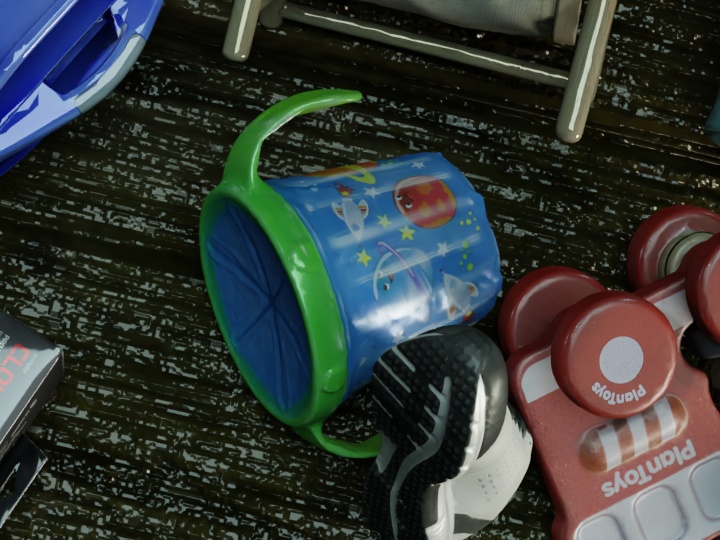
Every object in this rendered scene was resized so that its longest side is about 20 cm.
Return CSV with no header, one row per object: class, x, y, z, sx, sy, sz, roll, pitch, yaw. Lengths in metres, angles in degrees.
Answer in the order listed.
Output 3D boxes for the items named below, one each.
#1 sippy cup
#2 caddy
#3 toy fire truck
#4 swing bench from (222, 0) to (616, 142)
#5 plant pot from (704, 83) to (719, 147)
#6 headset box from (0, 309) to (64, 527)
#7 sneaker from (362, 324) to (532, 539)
sippy cup,0.000,0.000,1.457,0.130,0.178,0.140,-19,51,-22
caddy,-0.169,-0.133,1.456,0.105,0.141,0.200,38,75,8
toy fire truck,0.178,0.065,1.482,0.199,0.112,0.169,-25,105,-12
swing bench,0.049,-0.196,1.452,0.198,0.130,0.201,14,105,4
plant pot,0.288,-0.127,1.495,0.200,0.200,0.188,29,90,0
headset box,-0.262,0.066,1.429,0.200,0.077,0.149,33,75,3
sneaker,0.052,0.080,1.411,0.080,0.200,0.074,-29,67,-22
